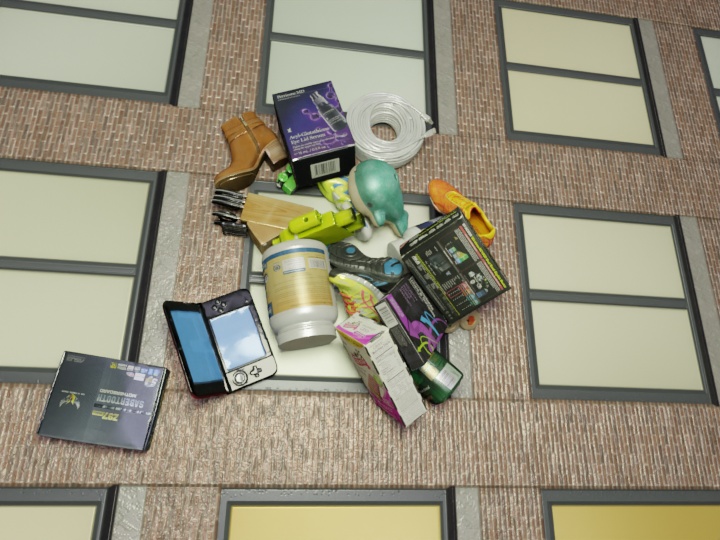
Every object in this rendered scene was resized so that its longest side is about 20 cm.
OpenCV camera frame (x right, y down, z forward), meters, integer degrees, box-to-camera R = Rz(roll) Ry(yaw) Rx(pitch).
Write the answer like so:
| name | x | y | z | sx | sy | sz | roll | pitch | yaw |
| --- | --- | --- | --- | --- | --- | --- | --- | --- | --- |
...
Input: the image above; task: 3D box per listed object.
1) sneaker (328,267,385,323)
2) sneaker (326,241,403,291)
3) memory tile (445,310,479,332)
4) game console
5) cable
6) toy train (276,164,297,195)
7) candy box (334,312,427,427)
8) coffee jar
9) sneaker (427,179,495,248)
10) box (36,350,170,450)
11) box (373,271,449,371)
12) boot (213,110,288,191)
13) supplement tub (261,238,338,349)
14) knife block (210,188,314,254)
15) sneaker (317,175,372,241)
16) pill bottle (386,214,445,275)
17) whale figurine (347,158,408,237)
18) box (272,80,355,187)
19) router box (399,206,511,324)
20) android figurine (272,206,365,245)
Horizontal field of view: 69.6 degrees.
| name | x | y | z | sx | sy | sz | roll | pitch | yaw |
| --- | --- | --- | --- | --- | --- | --- | --- | --- | --- |
| sneaker | -0.004 | 0.066 | 1.088 | 0.200 | 0.078 | 0.091 | 38 | 80 | -40 |
| sneaker | 0.000 | 0.000 | 1.153 | 0.198 | 0.082 | 0.073 | 21 | 50 | 22 |
| memory tile | 0.197 | 0.044 | 1.143 | 0.151 | 0.017 | 0.202 | -5 | 107 | -12 |
| game console | -0.275 | 0.137 | 1.036 | 0.171 | 0.119 | 0.202 | -20 | 76 | -15 |
| cable | 0.061 | -0.350 | 1.289 | 0.200 | 0.069 | 0.200 | -42 | 81 | -19 |
| toy train | -0.124 | -0.261 | 1.243 | 0.056 | 0.042 | 0.200 | 41 | 69 | -4 |
| candy box | 0.039 | 0.192 | 1.015 | 0.061 | 0.136 | 0.201 | -32 | 110 | -19 |
| coffee jar | 0.114 | 0.186 | 1.091 | 0.200 | 0.104 | 0.085 | 42 | 72 | 7 |
| sneaker | 0.223 | -0.136 | 1.121 | 0.073 | 0.077 | 0.200 | -33 | 67 | -19 |
| box | -0.488 | 0.251 | 0.997 | 0.198 | 0.051 | 0.159 | 11 | 71 | -6 |
| box | 0.107 | 0.090 | 1.031 | 0.144 | 0.036 | 0.200 | 58 | 27 | -4 |
| boot | -0.283 | -0.282 | 1.201 | 0.199 | 0.077 | 0.156 | -34 | 81 | -21 |
| supplement tub | -0.124 | 0.051 | 1.076 | 0.143 | 0.145 | 0.202 | -7 | 72 | -12 |
| knife block | -0.228 | -0.137 | 1.168 | 0.199 | 0.064 | 0.176 | -32 | 80 | -18 |
| sneaker | -0.011 | -0.169 | 1.209 | 0.105 | 0.076 | 0.201 | -32 | 78 | -19 |
| pill bottle | 0.165 | -0.058 | 1.180 | 0.198 | 0.111 | 0.112 | -21 | 75 | -16 |
| whale figurine | 0.060 | -0.164 | 1.166 | 0.200 | 0.103 | 0.160 | 43 | 40 | -32 |
| box | -0.106 | -0.312 | 1.180 | 0.146 | 0.105 | 0.202 | -17 | 66 | -8 |
| router box | 0.194 | -0.008 | 1.067 | 0.149 | 0.062 | 0.200 | -32 | 111 | 17 |
| android figurine | -0.092 | -0.083 | 1.111 | 0.198 | 0.182 | 0.042 | -19 | 78 | 18 |
